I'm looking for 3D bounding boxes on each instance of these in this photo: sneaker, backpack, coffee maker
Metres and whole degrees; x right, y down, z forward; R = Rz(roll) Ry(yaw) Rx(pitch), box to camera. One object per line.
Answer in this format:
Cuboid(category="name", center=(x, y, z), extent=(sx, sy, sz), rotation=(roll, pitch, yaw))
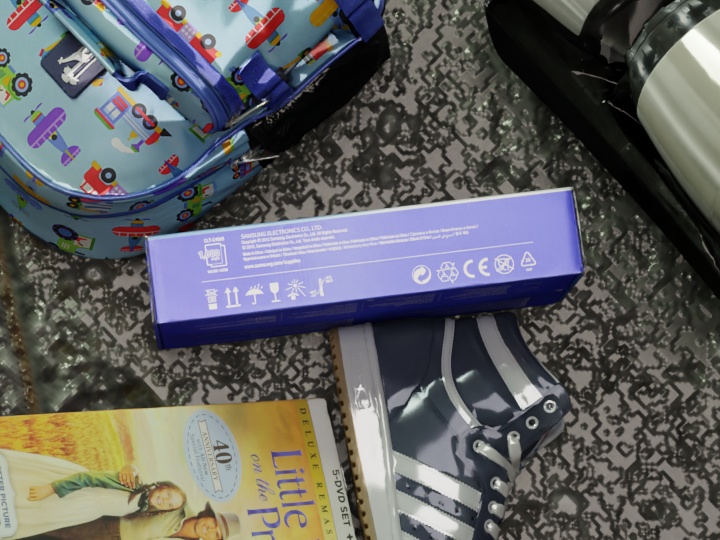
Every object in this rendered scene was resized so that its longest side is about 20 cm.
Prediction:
Cuboid(category="sneaker", center=(0.054, 0.115, 1.262), extent=(0.108, 0.070, 0.201), rotation=(-11, 80, -2))
Cuboid(category="backpack", center=(-0.107, -0.112, 1.254), extent=(0.200, 0.135, 0.183), rotation=(-40, 85, -4))
Cuboid(category="coffee maker", center=(0.155, -0.074, 1.256), extent=(0.134, 0.192, 0.200), rotation=(-25, 62, -27))

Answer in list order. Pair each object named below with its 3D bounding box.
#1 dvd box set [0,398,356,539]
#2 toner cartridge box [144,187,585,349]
Cuboid(category="dvd box set", center=(-0.094, 0.134, 1.219), extent=(0.199, 0.029, 0.147), rotation=(-1, 68, -27))
Cuboid(category="toner cartridge box", center=(0.000, 0.000, 1.263), extent=(0.199, 0.095, 0.043), rotation=(-7, 83, -4))
